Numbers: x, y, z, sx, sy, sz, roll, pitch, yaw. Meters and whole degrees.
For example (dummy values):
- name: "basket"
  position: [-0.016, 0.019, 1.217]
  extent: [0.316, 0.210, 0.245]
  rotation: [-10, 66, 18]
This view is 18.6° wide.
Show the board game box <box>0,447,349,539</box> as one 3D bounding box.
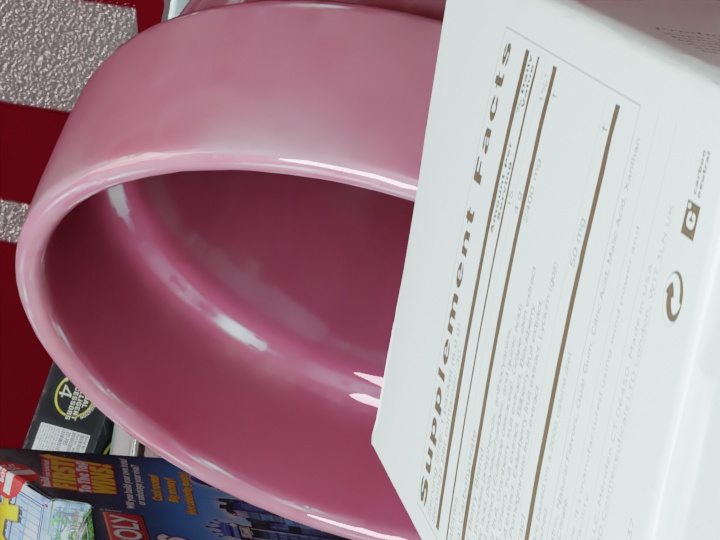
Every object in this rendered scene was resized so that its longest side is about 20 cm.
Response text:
- name: "board game box"
  position: [-0.068, 0.129, 0.899]
  extent: [0.200, 0.199, 0.062]
  rotation: [-122, 42, -73]

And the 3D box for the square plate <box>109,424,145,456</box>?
- name: "square plate"
  position: [-0.089, 0.081, 1.216]
  extent: [0.198, 0.028, 0.201]
  rotation: [-6, -73, -68]

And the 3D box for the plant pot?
- name: "plant pot"
  position: [0.024, -0.041, 0.632]
  extent: [0.200, 0.199, 0.180]
  rotation: [117, 173, -59]

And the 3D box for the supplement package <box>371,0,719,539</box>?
- name: "supplement package"
  position: [0.083, 0.016, 0.416]
  extent: [0.200, 0.121, 0.120]
  rotation: [-122, 41, -74]

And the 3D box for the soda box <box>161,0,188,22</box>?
- name: "soda box"
  position: [-0.140, -0.145, 1.797]
  extent: [0.068, 0.063, 0.201]
  rotation: [-118, 38, -73]

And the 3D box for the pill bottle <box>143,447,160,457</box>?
- name: "pill bottle"
  position: [-0.059, 0.097, 1.120]
  extent: [0.104, 0.104, 0.201]
  rotation: [-140, 60, -77]

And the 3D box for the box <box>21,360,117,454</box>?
- name: "box"
  position: [-0.118, 0.061, 1.236]
  extent: [0.161, 0.049, 0.201]
  rotation: [49, -124, -65]
